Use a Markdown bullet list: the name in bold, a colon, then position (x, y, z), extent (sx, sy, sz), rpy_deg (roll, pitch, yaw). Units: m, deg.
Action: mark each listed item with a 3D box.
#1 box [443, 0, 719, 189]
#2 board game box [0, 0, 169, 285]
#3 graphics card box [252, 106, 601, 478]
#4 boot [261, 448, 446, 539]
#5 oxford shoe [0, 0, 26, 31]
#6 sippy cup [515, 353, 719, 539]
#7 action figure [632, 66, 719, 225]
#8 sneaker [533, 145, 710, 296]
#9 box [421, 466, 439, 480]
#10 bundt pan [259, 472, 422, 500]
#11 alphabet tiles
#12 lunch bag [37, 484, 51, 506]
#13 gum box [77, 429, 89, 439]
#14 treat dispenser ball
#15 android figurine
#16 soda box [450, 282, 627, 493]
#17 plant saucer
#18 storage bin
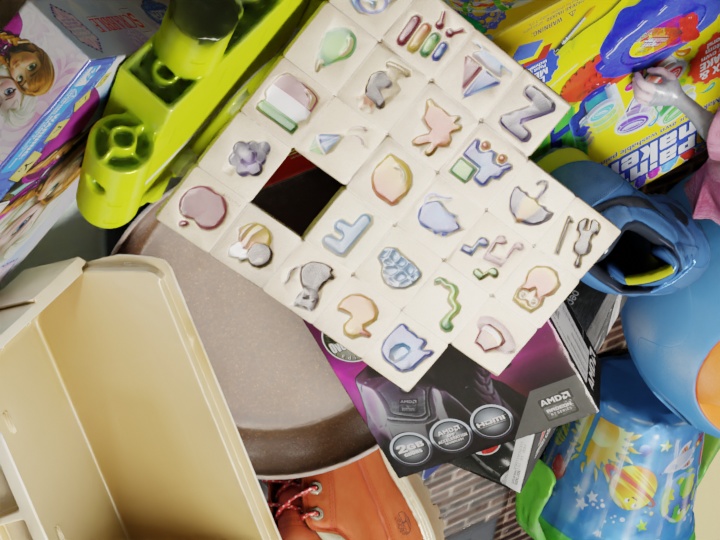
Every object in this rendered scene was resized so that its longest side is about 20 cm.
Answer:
- **box**: position (0.117, -0.139, 1.140), extent (0.200, 0.122, 0.193), rpy_deg (-30, 146, -12)
- **board game box**: position (-0.171, -0.044, 0.967), extent (0.200, 0.041, 0.200), rpy_deg (-47, 178, 14)
- **graphics card box**: position (0.032, 0.007, 1.082), extent (0.125, 0.051, 0.200), rpy_deg (-20, 118, 19)
- **boot**: position (-0.030, 0.116, 1.233), extent (0.075, 0.200, 0.107), rpy_deg (-30, -176, 38)
- **oxford shoe**: position (-0.218, -0.056, 0.974), extent (0.075, 0.070, 0.200), rpy_deg (9, 124, -51)
- **sippy cup**: position (0.200, 0.140, 1.546), extent (0.178, 0.139, 0.131), rpy_deg (-57, 162, -58)
- **action figure**: position (0.237, -0.061, 1.114), extent (0.134, 0.149, 0.200), rpy_deg (-27, 160, -4)
- **sneaker**: position (0.156, -0.007, 1.158), extent (0.066, 0.078, 0.200), rpy_deg (-48, 148, 13)
- **box**: position (0.077, 0.032, 1.329), extent (0.121, 0.032, 0.200), rpy_deg (-38, 147, -47)
- **bundt pan**: position (-0.040, 0.148, 1.372), extent (0.202, 0.076, 0.202), rpy_deg (-24, 144, -19)
- **alphabet tiles**: position (0.027, -0.036, 1.011), extent (0.200, 0.008, 0.167), rpy_deg (35, 101, -24)
- **lunch bag**: position (-0.268, 0.187, 1.096), extent (0.199, 0.133, 0.136), rpy_deg (6, 135, 2)
- **gum box**: position (-0.173, 0.107, 1.207), extent (0.200, 0.066, 0.114), rpy_deg (-17, 142, -28)
- **treat dispenser ball**: position (0.278, 0.020, 1.403), extent (0.201, 0.201, 0.201), rpy_deg (-24, 144, -19)
- **android figurine**: position (-0.072, -0.094, 0.974), extent (0.182, 0.041, 0.200), rpy_deg (-48, 176, -28)
- **soda box**: position (0.109, 0.039, 1.237), extent (0.200, 0.063, 0.071), rpy_deg (-54, 160, -45)
- **plant saucer**: position (-0.048, 0.023, 1.141), extent (0.200, 0.035, 0.201), rpy_deg (-3, 117, -5)
- **storage bin**: position (-0.143, 0.116, 1.042), extent (0.094, 0.199, 0.200), rpy_deg (-12, -162, 24)
